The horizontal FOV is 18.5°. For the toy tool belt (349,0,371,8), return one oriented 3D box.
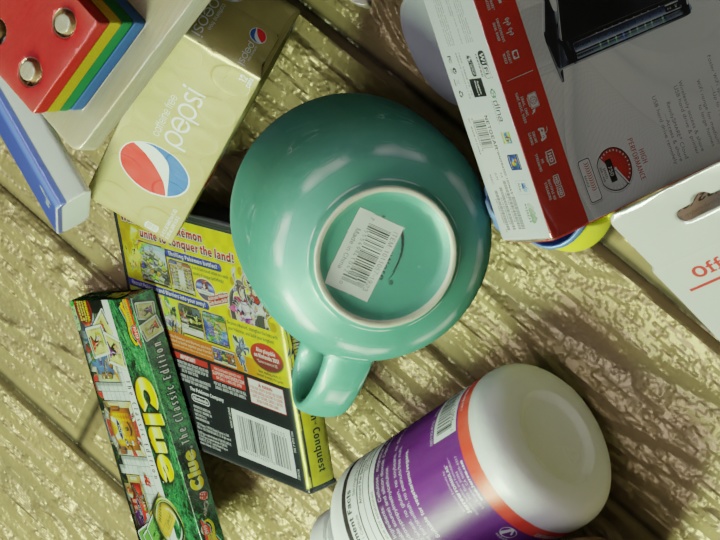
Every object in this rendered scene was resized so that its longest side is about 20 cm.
[{"bbox_3d":[-0.011,-0.218,1.310,0.123,0.125,0.200,38,120,21],"label":"toy tool belt"}]

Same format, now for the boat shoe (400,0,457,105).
[{"bbox_3d":[0.068,-0.178,1.299,0.072,0.066,0.200,44,155,30],"label":"boat shoe"}]

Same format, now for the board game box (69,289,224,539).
[{"bbox_3d":[-0.151,0.112,1.574,0.105,0.023,0.200,-6,102,56],"label":"board game box"}]

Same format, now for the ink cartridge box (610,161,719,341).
[{"bbox_3d":[0.243,-0.005,1.214,0.115,0.068,0.200,-27,119,37],"label":"ink cartridge box"}]

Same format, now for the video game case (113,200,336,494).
[{"bbox_3d":[-0.095,0.043,1.497,0.200,0.025,0.181,15,119,52],"label":"video game case"}]

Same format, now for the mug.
[{"bbox_3d":[0.008,-0.008,1.345,0.152,0.114,0.185,-22,109,-6],"label":"mug"}]

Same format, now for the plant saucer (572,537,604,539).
[{"bbox_3d":[0.081,0.213,1.381,0.200,0.200,0.030,-36,67,38],"label":"plant saucer"}]

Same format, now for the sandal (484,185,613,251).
[{"bbox_3d":[0.118,-0.095,1.300,0.079,0.087,0.200,15,115,30],"label":"sandal"}]

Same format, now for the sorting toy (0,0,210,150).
[{"bbox_3d":[-0.178,-0.207,1.271,0.199,0.070,0.200,48,115,18],"label":"sorting toy"}]

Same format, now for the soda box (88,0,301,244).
[{"bbox_3d":[-0.107,-0.102,1.377,0.068,0.064,0.200,30,145,-4],"label":"soda box"}]

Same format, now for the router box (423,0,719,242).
[{"bbox_3d":[0.128,-0.140,1.213,0.049,0.179,0.200,-2,110,60],"label":"router box"}]

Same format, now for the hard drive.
[{"bbox_3d":[-0.236,-0.123,1.431,0.200,0.025,0.132,60,170,2],"label":"hard drive"}]

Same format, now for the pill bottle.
[{"bbox_3d":[0.059,0.149,1.423,0.200,0.112,0.113,-37,87,39],"label":"pill bottle"}]
